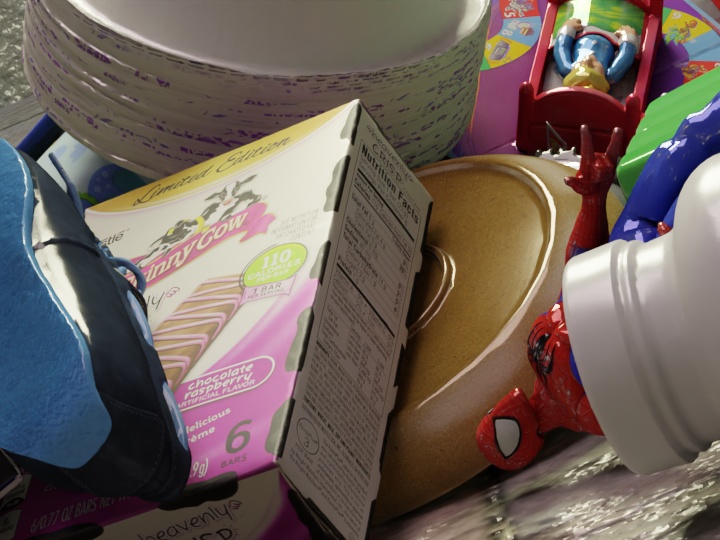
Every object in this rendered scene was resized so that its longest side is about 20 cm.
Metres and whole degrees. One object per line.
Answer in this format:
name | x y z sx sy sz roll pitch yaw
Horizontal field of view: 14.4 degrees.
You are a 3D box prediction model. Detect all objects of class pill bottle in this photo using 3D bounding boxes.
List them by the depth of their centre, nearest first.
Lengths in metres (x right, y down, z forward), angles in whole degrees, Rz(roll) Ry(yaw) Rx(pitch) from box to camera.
pill bottle | 0.167 -0.002 0.873 0.199 0.105 0.104 -19 12 19

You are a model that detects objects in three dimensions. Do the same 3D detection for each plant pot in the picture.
plant pot | 0.012 0.020 1.105 0.199 0.028 0.200 -25 32 17

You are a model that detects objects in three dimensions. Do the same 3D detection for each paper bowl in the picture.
paper bowl | -0.043 -0.124 1.221 0.200 0.105 0.201 6 34 -4

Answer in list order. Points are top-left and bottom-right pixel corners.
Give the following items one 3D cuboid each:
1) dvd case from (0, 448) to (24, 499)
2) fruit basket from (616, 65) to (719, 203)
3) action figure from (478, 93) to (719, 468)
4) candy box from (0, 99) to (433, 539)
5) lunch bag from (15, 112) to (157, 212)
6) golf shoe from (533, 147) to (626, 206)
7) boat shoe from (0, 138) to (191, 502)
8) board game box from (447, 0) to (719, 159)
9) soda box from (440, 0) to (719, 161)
dvd case | -0.214 0.112 1.047 0.200 0.025 0.150 -37 16 -4
fruit basket | 0.203 -0.040 1.079 0.199 0.094 0.185 -8 15 14
action figure | 0.100 -0.012 0.973 0.200 0.052 0.065 -58 38 19
candy box | -0.055 0.038 1.059 0.136 0.061 0.200 -21 34 26
lunch bag | -0.117 -0.014 1.348 0.170 0.127 0.200 -47 10 5
golf shoe | 0.037 0.016 1.191 0.199 0.078 0.095 -20 29 22
boat shoe | -0.113 0.026 1.016 0.084 0.069 0.200 -45 34 15
board game box | 0.109 -0.089 1.282 0.158 0.039 0.200 -25 49 -23
soda box | 0.110 -0.064 1.349 0.200 0.064 0.070 -29 -15 -26
